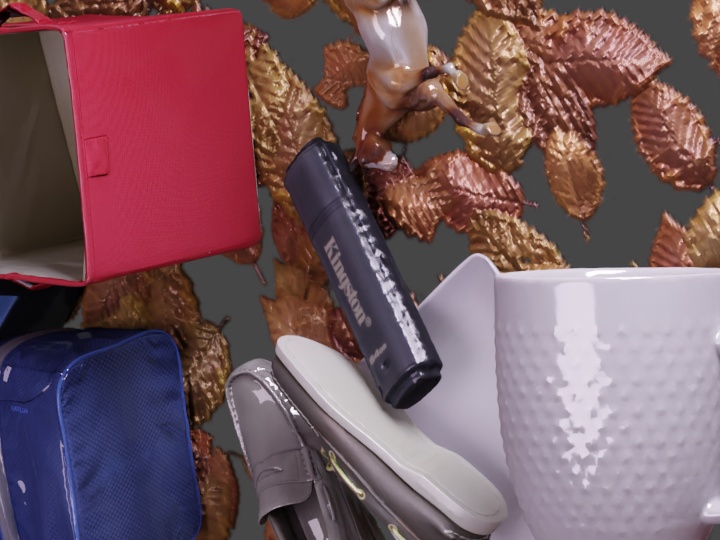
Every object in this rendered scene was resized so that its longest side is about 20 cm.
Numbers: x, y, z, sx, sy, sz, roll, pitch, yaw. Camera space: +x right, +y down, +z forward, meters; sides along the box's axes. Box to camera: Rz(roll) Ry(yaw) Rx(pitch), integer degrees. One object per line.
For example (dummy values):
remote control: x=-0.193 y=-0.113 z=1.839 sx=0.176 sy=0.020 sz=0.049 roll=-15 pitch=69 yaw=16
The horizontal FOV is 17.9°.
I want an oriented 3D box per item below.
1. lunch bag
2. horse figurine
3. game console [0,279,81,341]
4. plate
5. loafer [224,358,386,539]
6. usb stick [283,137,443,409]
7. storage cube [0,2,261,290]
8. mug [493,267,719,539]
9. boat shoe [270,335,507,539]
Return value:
lunch bag: x=-0.215 y=0.142 z=1.724 sx=0.132 sy=0.136 sz=0.200 roll=2 pitch=103 yaw=40
horse figurine: x=0.028 y=-0.160 z=1.503 sx=0.133 sy=0.050 sz=0.200 roll=8 pitch=114 yaw=56
game console: x=-0.332 y=0.063 z=1.764 sx=0.177 sy=0.200 sz=0.031 roll=-52 pitch=52 yaw=35
plate: x=0.081 y=0.118 z=1.542 sx=0.200 sy=0.032 sz=0.200 roll=-45 pitch=70 yaw=37
loafer: x=-0.044 y=0.155 z=1.628 sx=0.070 sy=0.070 sz=0.200 roll=-41 pitch=74 yaw=38
usb stick: x=0.000 y=0.000 z=1.555 sx=0.055 sy=0.033 sz=0.200 roll=-46 pitch=58 yaw=36
storage cube: x=-0.195 y=-0.093 z=1.626 sx=0.171 sy=0.180 sz=0.200 roll=2 pitch=100 yaw=39
mug: x=0.177 y=0.088 z=1.371 sx=0.200 sy=0.148 sz=0.175 roll=0 pitch=93 yaw=34
boat shoe: x=0.008 y=0.122 z=1.537 sx=0.202 sy=0.072 sz=0.060 roll=41 pitch=118 yaw=22
